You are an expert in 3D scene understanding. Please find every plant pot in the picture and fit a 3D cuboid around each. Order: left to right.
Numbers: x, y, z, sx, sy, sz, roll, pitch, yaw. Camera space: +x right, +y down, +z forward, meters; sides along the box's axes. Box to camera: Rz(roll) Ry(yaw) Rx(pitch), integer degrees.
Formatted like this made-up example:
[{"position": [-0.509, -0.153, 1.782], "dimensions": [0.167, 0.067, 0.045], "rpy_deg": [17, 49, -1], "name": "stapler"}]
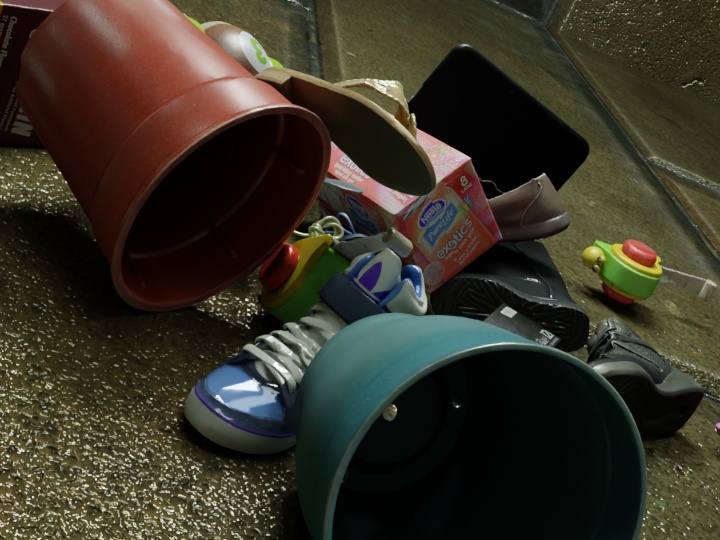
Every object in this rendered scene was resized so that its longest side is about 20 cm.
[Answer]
[{"position": [-0.159, -0.108, 1.017], "dimensions": [0.195, 0.202, 0.200], "rpy_deg": [48, 28, 25], "name": "plant pot"}, {"position": [0.043, 0.116, 0.810], "dimensions": [0.198, 0.202, 0.188], "rpy_deg": [17, 7, -23], "name": "plant pot"}]

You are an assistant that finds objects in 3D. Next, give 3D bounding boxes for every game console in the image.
[{"position": [0.113, -0.134, 1.415], "dimensions": [0.199, 0.117, 0.175], "rpy_deg": [35, -15, -23], "name": "game console"}]

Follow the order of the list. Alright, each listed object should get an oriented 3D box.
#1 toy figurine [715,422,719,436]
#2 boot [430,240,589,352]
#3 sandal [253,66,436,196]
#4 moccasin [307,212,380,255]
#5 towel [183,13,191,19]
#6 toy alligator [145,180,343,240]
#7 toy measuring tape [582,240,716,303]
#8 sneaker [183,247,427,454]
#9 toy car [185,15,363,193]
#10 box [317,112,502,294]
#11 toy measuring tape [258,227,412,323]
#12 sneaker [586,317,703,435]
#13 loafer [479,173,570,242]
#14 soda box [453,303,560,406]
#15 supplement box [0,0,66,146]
[{"position": [0.419, 0.156, 1.257], "dimensions": [0.182, 0.152, 0.199], "rpy_deg": [0, 10, -32], "name": "toy figurine"}, {"position": [0.134, 0.008, 1.320], "dimensions": [0.163, 0.066, 0.200], "rpy_deg": [17, 21, -13], "name": "boot"}, {"position": [0.001, -0.128, 1.011], "dimensions": [0.069, 0.078, 0.211], "rpy_deg": [-39, 43, -25], "name": "sandal"}, {"position": [0.000, 0.000, 1.177], "dimensions": [0.080, 0.069, 0.200], "rpy_deg": [19, 22, -18], "name": "moccasin"}, {"position": [-0.229, -0.207, 1.289], "dimensions": [0.036, 0.150, 0.200], "rpy_deg": [3, 27, -49], "name": "towel"}, {"position": [-0.116, -0.036, 1.133], "dimensions": [0.198, 0.060, 0.054], "rpy_deg": [6, -17, -20], "name": "toy alligator"}, {"position": [0.350, 0.013, 1.542], "dimensions": [0.198, 0.074, 0.074], "rpy_deg": [17, 22, -22], "name": "toy measuring tape"}, {"position": [-0.029, 0.044, 0.929], "dimensions": [0.080, 0.148, 0.199], "rpy_deg": [38, 23, 30], "name": "sneaker"}, {"position": [-0.093, -0.123, 1.167], "dimensions": [0.199, 0.159, 0.164], "rpy_deg": [28, 6, 30], "name": "toy car"}, {"position": [0.033, -0.076, 1.260], "dimensions": [0.200, 0.094, 0.103], "rpy_deg": [36, -22, 52], "name": "box"}, {"position": [-0.030, 0.009, 1.046], "dimensions": [0.073, 0.075, 0.199], "rpy_deg": [13, -11, -30], "name": "toy measuring tape"}, {"position": [0.231, 0.099, 1.215], "dimensions": [0.114, 0.077, 0.198], "rpy_deg": [39, 21, 35], "name": "sneaker"}, {"position": [0.120, -0.064, 1.355], "dimensions": [0.198, 0.072, 0.073], "rpy_deg": [-7, 9, 23], "name": "loafer"}, {"position": [0.103, 0.093, 1.075], "dimensions": [0.063, 0.071, 0.200], "rpy_deg": [32, 22, 13], "name": "soda box"}, {"position": [-0.337, -0.220, 1.208], "dimensions": [0.197, 0.134, 0.199], "rpy_deg": [38, 24, 30], "name": "supplement box"}]
